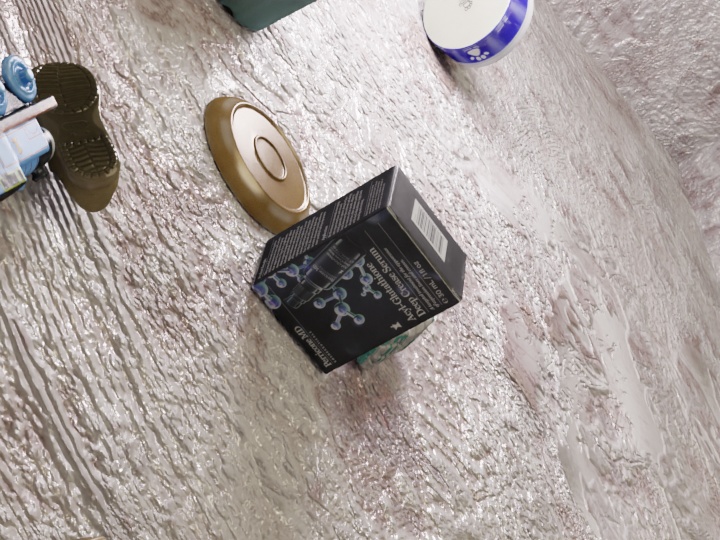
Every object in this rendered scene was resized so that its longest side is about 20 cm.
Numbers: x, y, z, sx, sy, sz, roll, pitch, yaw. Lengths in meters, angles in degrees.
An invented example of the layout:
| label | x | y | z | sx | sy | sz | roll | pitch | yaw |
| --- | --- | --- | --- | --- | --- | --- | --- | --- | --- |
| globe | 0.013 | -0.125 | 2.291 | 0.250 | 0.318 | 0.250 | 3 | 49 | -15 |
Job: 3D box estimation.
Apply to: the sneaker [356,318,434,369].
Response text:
| label | x | y | z | sx | sy | sz | roll | pitch | yaw |
| --- | --- | --- | --- | --- | --- | --- | --- | --- | --- |
| sneaker | 0.021 | 0.065 | 1.873 | 0.091 | 0.078 | 0.200 | 47 | 18 | 8 |

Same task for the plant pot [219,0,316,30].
| label | x | y | z | sx | sy | sz | roll | pitch | yaw |
| --- | --- | --- | --- | --- | --- | --- | --- | --- | --- |
| plant pot | -0.103 | -0.441 | 2.017 | 0.200 | 0.196 | 0.201 | 45 | 28 | -31 |

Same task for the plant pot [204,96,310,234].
| label | x | y | z | sx | sy | sz | roll | pitch | yaw |
| --- | --- | --- | --- | --- | --- | --- | --- | --- | --- |
| plant pot | -0.121 | -0.136 | 1.843 | 0.200 | 0.027 | 0.200 | 47 | 26 | -31 |

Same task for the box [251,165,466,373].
| label | x | y | z | sx | sy | sz | roll | pitch | yaw |
| --- | --- | --- | --- | --- | --- | --- | --- | --- | --- |
| box | 0.000 | 0.000 | 1.713 | 0.149 | 0.200 | 0.107 | 50 | 26 | -21 |

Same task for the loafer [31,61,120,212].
| label | x | y | z | sx | sy | sz | roll | pitch | yaw |
| --- | --- | --- | --- | --- | --- | --- | --- | --- | --- |
| loafer | -0.285 | -0.132 | 1.442 | 0.076 | 0.068 | 0.200 | -4 | 44 | -19 |

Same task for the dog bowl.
| label | x | y | z | sx | sy | sz | roll | pitch | yaw |
| --- | --- | --- | --- | --- | --- | --- | --- | --- | --- |
| dog bowl | 0.218 | -0.485 | 2.743 | 0.079 | 0.200 | 0.201 | 28 | 39 | -47 |

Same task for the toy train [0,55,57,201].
| label | x | y | z | sx | sy | sz | roll | pitch | yaw |
| --- | --- | --- | --- | --- | --- | --- | --- | --- | --- |
| toy train | -0.336 | -0.117 | 1.304 | 0.115 | 0.086 | 0.200 | 66 | 19 | -11 |

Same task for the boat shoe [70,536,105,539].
| label | x | y | z | sx | sy | sz | roll | pitch | yaw |
| --- | --- | --- | --- | --- | --- | --- | --- | --- | --- |
| boat shoe | -0.248 | 0.248 | 1.080 | 0.200 | 0.072 | 0.065 | -20 | 93 | -70 |
